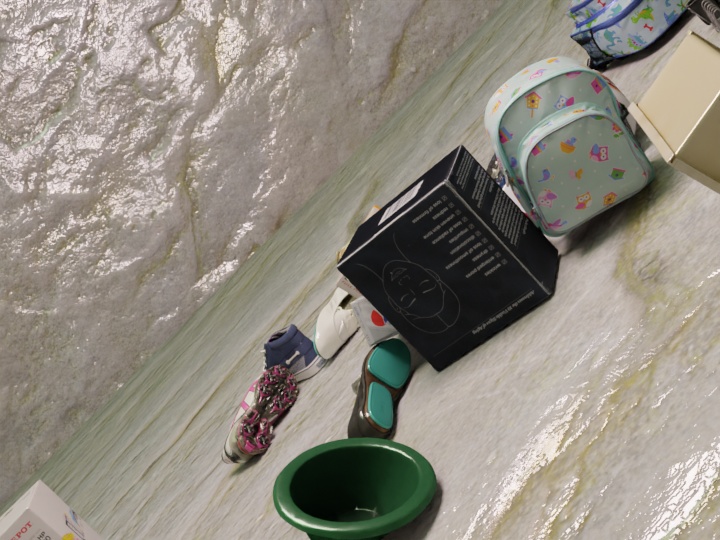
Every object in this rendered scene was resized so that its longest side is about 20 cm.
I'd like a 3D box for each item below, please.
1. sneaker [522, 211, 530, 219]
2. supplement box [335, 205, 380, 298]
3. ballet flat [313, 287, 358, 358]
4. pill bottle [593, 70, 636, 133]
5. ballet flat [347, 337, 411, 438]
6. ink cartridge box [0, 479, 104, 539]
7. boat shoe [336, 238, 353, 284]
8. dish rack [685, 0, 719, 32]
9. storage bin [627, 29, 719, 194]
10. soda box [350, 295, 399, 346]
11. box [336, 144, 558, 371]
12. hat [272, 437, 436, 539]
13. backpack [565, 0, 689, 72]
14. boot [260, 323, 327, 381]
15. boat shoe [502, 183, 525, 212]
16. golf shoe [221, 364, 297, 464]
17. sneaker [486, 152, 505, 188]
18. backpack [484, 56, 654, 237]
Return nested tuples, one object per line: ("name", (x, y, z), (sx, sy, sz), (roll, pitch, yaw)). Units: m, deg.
("sneaker", (0.142, -0.045, 1.501), (0.199, 0.081, 0.075), (-15, -18, 10))
("supplement box", (0.043, -0.011, 1.775), (0.074, 0.126, 0.200), (-55, 6, 25))
("ballet flat", (-0.029, 0.079, 1.905), (0.069, 0.069, 0.200), (-37, 13, 28))
("pill bottle", (0.331, -0.216, 1.578), (0.113, 0.113, 0.200), (-41, 13, 15))
("ballet flat", (0.016, 0.162, 1.462), (0.068, 0.068, 0.200), (-47, 9, 29))
("ink cartridge box", (-0.516, 0.479, 1.810), (0.147, 0.200, 0.145), (-45, 12, -3))
("boat shoe", (-0.001, -0.002, 1.552), (0.063, 0.074, 0.201), (-30, -4, 10))
("dish rack", (0.560, -0.400, 1.586), (0.153, 0.055, 0.200), (-41, 13, 19))
("storage bin", (0.355, -0.107, 0.957), (0.094, 0.198, 0.200), (-58, 7, 19))
("soda box", (0.042, 0.053, 1.580), (0.063, 0.069, 0.200), (-25, 1, 11))
("box", (0.113, -0.014, 1.413), (0.200, 0.197, 0.124), (-37, 13, 30))
("hat", (-0.010, 0.300, 1.200), (0.198, 0.177, 0.166), (1, 27, 16))
("backpack", (0.456, -0.453, 1.882), (0.183, 0.147, 0.200), (-48, 15, -7))
("boot", (-0.143, 0.156, 1.933), (0.200, 0.090, 0.073), (-32, 17, 44))
("boat shoe", (0.194, -0.041, 1.566), (0.201, 0.071, 0.068), (-61, -19, -11))
("golf shoe", (-0.172, 0.233, 1.813), (0.092, 0.073, 0.200), (-36, 15, 39))
("sneaker", (0.215, -0.094, 1.669), (0.077, 0.085, 0.201), (-96, 27, -45))
("backpack", (0.255, -0.159, 1.379), (0.175, 0.201, 0.153), (-29, 15, 12))
